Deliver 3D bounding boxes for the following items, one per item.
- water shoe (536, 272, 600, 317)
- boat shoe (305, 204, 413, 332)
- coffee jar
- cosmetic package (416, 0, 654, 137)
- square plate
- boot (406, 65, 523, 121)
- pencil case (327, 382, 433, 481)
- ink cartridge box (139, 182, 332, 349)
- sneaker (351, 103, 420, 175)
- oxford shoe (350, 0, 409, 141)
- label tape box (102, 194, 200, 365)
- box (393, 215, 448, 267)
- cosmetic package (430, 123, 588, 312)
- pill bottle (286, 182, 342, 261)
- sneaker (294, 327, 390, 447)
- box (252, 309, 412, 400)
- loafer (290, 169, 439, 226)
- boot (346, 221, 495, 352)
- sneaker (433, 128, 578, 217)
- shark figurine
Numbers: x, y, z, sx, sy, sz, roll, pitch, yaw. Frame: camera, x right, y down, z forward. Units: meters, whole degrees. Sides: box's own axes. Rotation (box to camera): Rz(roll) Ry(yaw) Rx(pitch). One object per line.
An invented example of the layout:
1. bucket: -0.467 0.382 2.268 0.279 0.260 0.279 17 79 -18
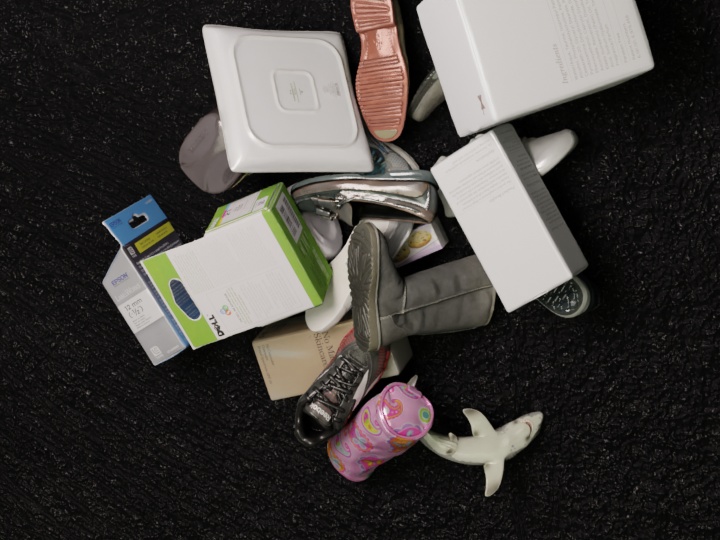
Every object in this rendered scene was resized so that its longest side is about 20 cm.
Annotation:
1. water shoe: 0.222 -0.011 1.589 0.200 0.078 0.072 49 114 26
2. boat shoe: 0.000 0.000 1.622 0.072 0.068 0.202 44 111 44
3. coffee jar: -0.152 -0.169 1.584 0.085 0.200 0.104 44 116 0
4. cosmetic package: 0.194 -0.266 1.406 0.197 0.167 0.169 -19 94 -9
5. square plate: -0.084 -0.216 1.522 0.028 0.195 0.203 -42 56 55
6. boot: 0.157 -0.229 1.541 0.130 0.068 0.200 41 116 -5
7. pencil case: 0.023 0.218 1.673 0.087 0.088 0.200 43 147 1
8. ink cartridge box: -0.158 -0.004 1.582 0.197 0.076 0.149 -19 115 21
9. sneaker: 0.000 -0.144 1.605 0.200 0.086 0.078 44 116 0
10. oxford shoe: 0.035 -0.266 1.559 0.070 0.074 0.204 2 105 19
11. label tape box: -0.287 0.011 1.719 0.066 0.143 0.202 -30 97 24
12. box: 0.023 -0.015 1.666 0.198 0.039 0.042 -23 97 23
13. cosmetic package: 0.180 -0.065 1.501 0.101 0.074 0.202 -29 89 31
14. pill bottle: -0.130 -0.024 1.674 0.198 0.111 0.112 -30 97 25
15. sneaker: -0.027 0.155 1.622 0.070 0.098 0.202 36 114 4
16. box: -0.038 0.107 1.705 0.197 0.078 0.096 -15 103 22
17. loafer: 0.002 -0.084 1.543 0.197 0.072 0.064 -4 73 21
18. boot: 0.083 0.009 1.575 0.197 0.073 0.185 -13 118 -23
19. sneaker: 0.177 -0.138 1.559 0.198 0.070 0.081 -24 97 24
20. shark figurine: 0.132 0.232 1.697 0.211 0.090 0.130 15 78 4
